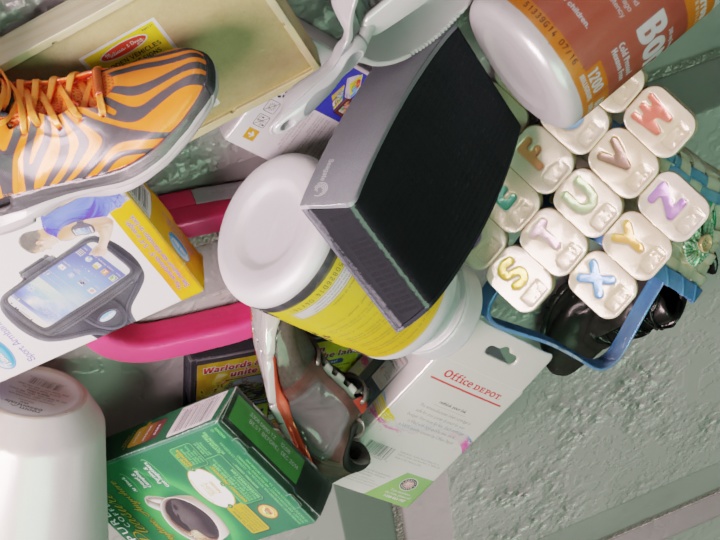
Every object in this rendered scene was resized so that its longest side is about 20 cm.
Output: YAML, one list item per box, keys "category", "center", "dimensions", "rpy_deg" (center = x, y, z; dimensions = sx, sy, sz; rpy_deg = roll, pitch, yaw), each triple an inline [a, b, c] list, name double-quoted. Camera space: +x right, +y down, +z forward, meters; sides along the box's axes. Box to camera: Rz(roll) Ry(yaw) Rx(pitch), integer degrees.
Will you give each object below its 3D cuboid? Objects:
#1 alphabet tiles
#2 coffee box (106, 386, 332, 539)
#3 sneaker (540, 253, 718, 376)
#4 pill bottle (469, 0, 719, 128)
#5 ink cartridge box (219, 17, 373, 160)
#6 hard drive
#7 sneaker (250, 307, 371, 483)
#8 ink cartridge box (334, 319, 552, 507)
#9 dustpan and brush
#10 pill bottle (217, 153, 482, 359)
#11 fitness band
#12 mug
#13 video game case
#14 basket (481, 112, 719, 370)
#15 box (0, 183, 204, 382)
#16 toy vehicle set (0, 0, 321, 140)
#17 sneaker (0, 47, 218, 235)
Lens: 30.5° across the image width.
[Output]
- category: "alphabet tiles"
  center: [0.155, -0.068, 0.997]
  dimensions: [0.200, 0.196, 0.015]
  rpy_deg: [-50, 170, 21]
- category: "coffee box"
  center: [-0.133, 0.169, 1.058]
  dimensions: [0.199, 0.044, 0.123]
  rpy_deg: [-25, 116, 38]
- category: "sneaker"
  center: [0.239, 0.029, 1.190]
  dimensions: [0.075, 0.091, 0.201]
  rpy_deg: [13, 124, -41]
- category: "pill bottle"
  center: [0.182, -0.201, 0.917]
  dimensions: [0.199, 0.112, 0.112]
  rpy_deg: [-39, 138, -4]
- category: "ink cartridge box"
  center: [-0.002, -0.103, 0.970]
  dimensions: [0.199, 0.037, 0.095]
  rpy_deg: [24, 115, -36]
- category: "hard drive"
  center: [0.044, -0.073, 0.909]
  dimensions: [0.042, 0.201, 0.135]
  rpy_deg: [-8, 131, 41]
- category: "sneaker"
  center: [-0.035, 0.088, 1.043]
  dimensions: [0.081, 0.077, 0.202]
  rpy_deg: [-15, 128, -4]
- category: "ink cartridge box"
  center: [0.056, 0.105, 1.138]
  dimensions: [0.117, 0.068, 0.200]
  rpy_deg: [26, 116, -40]
- category: "dustpan and brush"
  center: [0.009, -0.164, 0.848]
  dimensions: [0.199, 0.057, 0.140]
  rpy_deg: [-38, 152, -2]
- category: "pill bottle"
  center: [0.000, 0.000, 0.966]
  dimensions: [0.112, 0.112, 0.199]
  rpy_deg: [-46, 136, 18]
- category: "fitness band"
  center: [-0.125, 0.005, 1.007]
  dimensions: [0.198, 0.038, 0.145]
  rpy_deg: [-12, 135, -17]
- category: "mug"
  center: [-0.272, 0.159, 0.992]
  dimensions: [0.185, 0.149, 0.155]
  rpy_deg: [-2, 115, -33]
- category: "video game case"
  center: [-0.058, 0.117, 1.158]
  dimensions: [0.198, 0.026, 0.182]
  rpy_deg: [-10, 134, -20]
- category: "basket"
  center: [0.200, -0.022, 1.084]
  dimensions: [0.175, 0.139, 0.201]
  rpy_deg: [20, 109, -40]
- category: "box"
  center: [-0.222, 0.004, 0.919]
  dimensions: [0.198, 0.042, 0.119]
  rpy_deg: [-25, 132, 11]
- category: "toy vehicle set"
  center: [-0.139, -0.131, 0.852]
  dimensions: [0.198, 0.027, 0.124]
  rpy_deg: [-25, 138, 11]
- category: "sneaker"
  center: [-0.189, -0.096, 0.795]
  dimensions: [0.198, 0.078, 0.112]
  rpy_deg: [-27, 139, 12]
